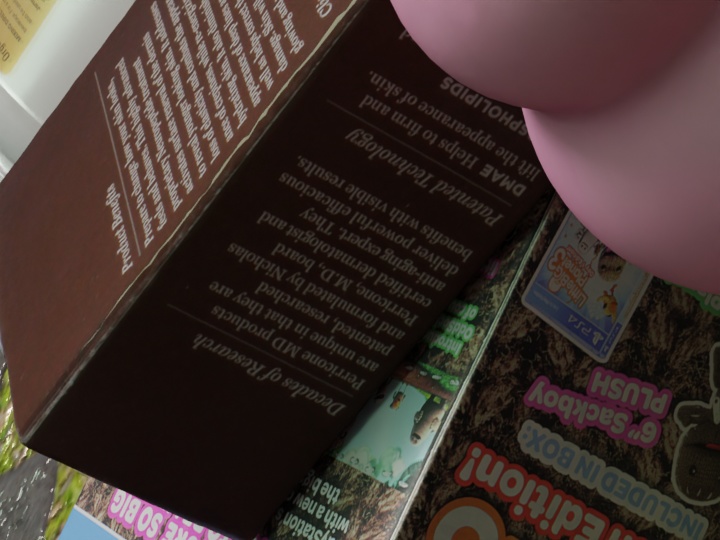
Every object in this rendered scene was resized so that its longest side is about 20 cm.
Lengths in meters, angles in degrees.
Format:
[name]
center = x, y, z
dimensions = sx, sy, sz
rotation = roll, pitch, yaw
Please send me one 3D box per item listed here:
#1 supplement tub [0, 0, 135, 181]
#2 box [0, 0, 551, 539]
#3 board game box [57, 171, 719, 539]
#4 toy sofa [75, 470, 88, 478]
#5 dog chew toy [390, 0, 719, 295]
[supplement tub]
center = -0.058, -0.095, 0.892
dimensions = 0.200, 0.144, 0.145
rotation = -54, 25, 19
[box]
center = -0.003, -0.046, 0.568
dimensions = 0.200, 0.075, 0.100
rotation = -49, 32, 20
[board game box]
center = 0.027, 0.025, 0.633
dimensions = 0.159, 0.097, 0.201
rotation = 20, 83, 61
[toy sofa]
center = 0.000, 0.000, 0.775
dimensions = 0.201, 0.097, 0.083
rotation = -62, -1, 2
[dog chew toy]
center = 0.087, -0.044, 0.463
dimensions = 0.124, 0.199, 0.125
rotation = -41, 35, 37
